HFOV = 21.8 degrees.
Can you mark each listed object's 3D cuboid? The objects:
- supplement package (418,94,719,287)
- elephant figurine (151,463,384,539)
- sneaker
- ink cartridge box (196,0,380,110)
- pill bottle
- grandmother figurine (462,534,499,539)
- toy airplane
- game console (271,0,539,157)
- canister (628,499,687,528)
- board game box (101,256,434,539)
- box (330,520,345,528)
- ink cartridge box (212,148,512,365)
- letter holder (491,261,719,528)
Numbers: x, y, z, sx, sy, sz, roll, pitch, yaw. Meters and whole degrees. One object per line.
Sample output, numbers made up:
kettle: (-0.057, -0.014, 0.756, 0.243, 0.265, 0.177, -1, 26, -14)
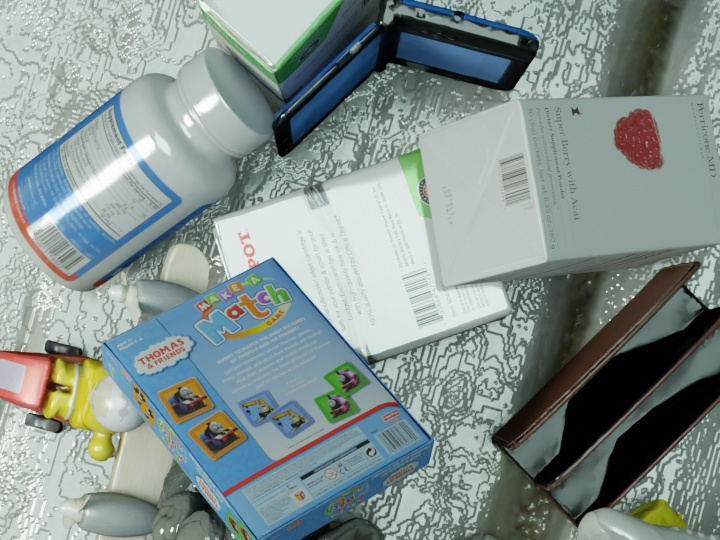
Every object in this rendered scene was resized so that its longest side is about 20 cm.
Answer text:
supplement package: (0.164, -0.062, 1.408, 0.200, 0.120, 0.121, -6, 84, -38)
elephant figurine: (-0.053, 0.214, 1.394, 0.155, 0.142, 0.200, -29, 124, 18)
sneaker: (0.250, 0.226, 1.383, 0.200, 0.076, 0.081, 34, 66, -9)
ink cartridge box: (-0.040, -0.208, 1.422, 0.084, 0.200, 0.146, 41, 86, 5)
pill bottle: (-0.166, -0.080, 1.423, 0.200, 0.112, 0.112, -34, 87, 19)
grandmother figurine: (0.074, 0.304, 1.462, 0.121, 0.061, 0.200, 19, 82, -27)
toy airplane: (-0.165, 0.107, 1.426, 0.199, 0.141, 0.200, -30, 87, -3)
game console: (0.031, -0.130, 1.417, 0.171, 0.200, 0.118, 15, 87, 0)
canister: (0.240, 0.301, 1.444, 0.149, 0.087, 0.200, -39, 89, -10)
board game box: (-0.068, 0.094, 1.330, 0.151, 0.037, 0.200, -27, 59, -25)
box: (-0.066, 0.291, 1.471, 0.121, 0.032, 0.200, 9, 87, 0)
ink cartridge box: (0.000, 0.000, 1.464, 0.200, 0.084, 0.146, -18, 86, -2)
letter holder: (0.210, 0.097, 1.432, 0.200, 0.142, 0.101, -44, 88, -4)
